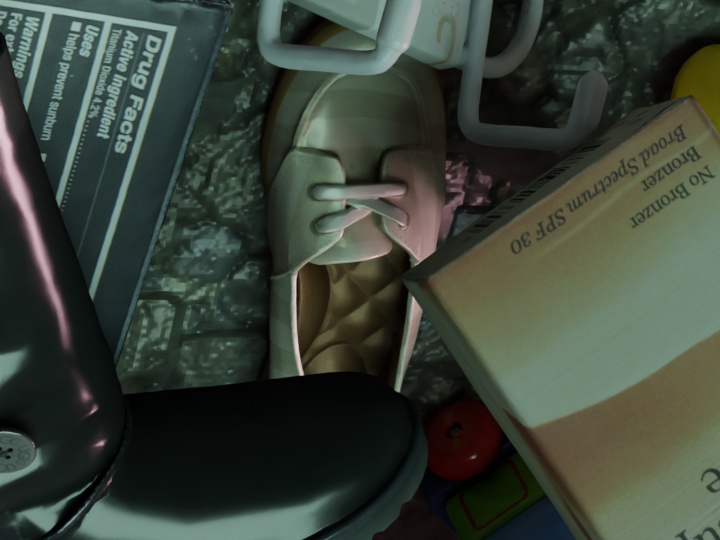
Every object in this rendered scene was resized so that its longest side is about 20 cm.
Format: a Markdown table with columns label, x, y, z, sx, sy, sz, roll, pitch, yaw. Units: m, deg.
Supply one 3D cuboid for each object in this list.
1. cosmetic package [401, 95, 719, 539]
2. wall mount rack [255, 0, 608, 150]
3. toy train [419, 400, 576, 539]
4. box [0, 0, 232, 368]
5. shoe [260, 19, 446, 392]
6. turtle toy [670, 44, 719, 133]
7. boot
| label | x | y | z | sx | sy | sz | roll | pitch | yaw |
| --- | --- | --- | --- | --- | --- | --- | --- | --- | --- |
| cosmetic package | 0.111 | 0.056 | 0.691 | 0.103 | 0.087 | 0.200 | -36 | 93 | -3 |
| wall mount rack | 0.034 | -0.133 | 0.677 | 0.200 | 0.074 | 0.175 | 15 | 82 | -55 |
| toy train | 0.128 | 0.069 | 0.863 | 0.200 | 0.116 | 0.085 | -35 | 131 | 7 |
| box | -0.169 | -0.034 | 0.659 | 0.198 | 0.123 | 0.201 | 7 | 122 | -25 |
| shoe | 0.000 | 0.000 | 0.799 | 0.070 | 0.053 | 0.201 | -7 | 128 | -17 |
| turtle toy | 0.182 | -0.022 | 0.805 | 0.101 | 0.145 | 0.201 | 28 | 90 | -51 |
| boot | -0.079 | 0.012 | 0.617 | 0.164 | 0.066 | 0.201 | -24 | 126 | -6 |
